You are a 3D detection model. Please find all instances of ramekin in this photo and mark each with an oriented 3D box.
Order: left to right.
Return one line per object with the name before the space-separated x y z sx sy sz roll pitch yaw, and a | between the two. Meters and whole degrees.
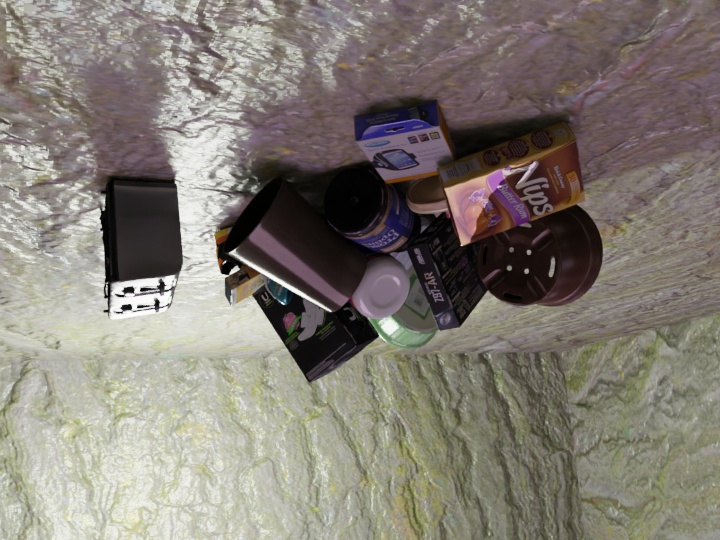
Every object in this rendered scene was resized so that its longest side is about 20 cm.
ramekin | 0.121 0.077 1.842 0.196 0.204 0.098 1 158 -22

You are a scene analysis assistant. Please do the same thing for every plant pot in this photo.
plant pot | 0.307 -0.026 1.353 0.197 0.205 0.197 -12 179 30

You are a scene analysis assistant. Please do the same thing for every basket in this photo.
basket | -0.096 -0.033 1.246 0.199 0.138 0.179 35 146 -19

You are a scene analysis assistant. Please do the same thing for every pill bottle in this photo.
pill bottle | 0.000 0.000 1.400 0.110 0.115 0.200 3 -160 -29
pill bottle | 0.029 -0.092 1.276 0.110 0.114 0.199 -10 165 24

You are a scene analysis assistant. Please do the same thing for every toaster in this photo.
toaster | -0.356 -0.039 1.239 0.116 0.204 0.181 -2 159 -21

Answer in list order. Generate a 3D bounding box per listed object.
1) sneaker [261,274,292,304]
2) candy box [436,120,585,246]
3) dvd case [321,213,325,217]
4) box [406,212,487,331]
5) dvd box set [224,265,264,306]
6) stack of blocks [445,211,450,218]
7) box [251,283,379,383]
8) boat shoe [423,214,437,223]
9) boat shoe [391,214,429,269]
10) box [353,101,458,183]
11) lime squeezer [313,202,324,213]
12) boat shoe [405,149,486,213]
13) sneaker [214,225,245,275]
sneaker | -0.079 -0.017 1.361 0.199 0.080 0.077 -37 167 7
candy box | 0.221 -0.126 1.124 0.196 0.057 0.118 -21 131 5
dvd case | -0.063 -0.077 1.500 0.148 0.025 0.198 7 162 -37
box | 0.168 -0.014 1.367 0.043 0.163 0.200 -13 -161 36
dvd box set | -0.165 -0.006 1.457 0.198 0.030 0.146 -30 172 -16
stack of blocks | 0.232 -0.139 1.257 0.195 0.060 0.115 -6 166 8
box | -0.083 0.086 1.469 0.124 0.202 0.148 -37 171 18
boat shoe | 0.095 -0.068 1.523 0.073 0.076 0.199 -26 178 -38
boat shoe | 0.070 -0.046 1.461 0.071 0.063 0.201 -5 146 -35
box | 0.067 -0.180 1.083 0.116 0.042 0.200 -8 164 14
lime squeezer | -0.039 -0.105 1.359 0.196 0.039 0.070 4 167 -29
boat shoe | 0.156 -0.145 1.189 0.196 0.074 0.065 -16 164 20
sneaker | -0.201 -0.046 1.437 0.069 0.092 0.198 9 162 -44
